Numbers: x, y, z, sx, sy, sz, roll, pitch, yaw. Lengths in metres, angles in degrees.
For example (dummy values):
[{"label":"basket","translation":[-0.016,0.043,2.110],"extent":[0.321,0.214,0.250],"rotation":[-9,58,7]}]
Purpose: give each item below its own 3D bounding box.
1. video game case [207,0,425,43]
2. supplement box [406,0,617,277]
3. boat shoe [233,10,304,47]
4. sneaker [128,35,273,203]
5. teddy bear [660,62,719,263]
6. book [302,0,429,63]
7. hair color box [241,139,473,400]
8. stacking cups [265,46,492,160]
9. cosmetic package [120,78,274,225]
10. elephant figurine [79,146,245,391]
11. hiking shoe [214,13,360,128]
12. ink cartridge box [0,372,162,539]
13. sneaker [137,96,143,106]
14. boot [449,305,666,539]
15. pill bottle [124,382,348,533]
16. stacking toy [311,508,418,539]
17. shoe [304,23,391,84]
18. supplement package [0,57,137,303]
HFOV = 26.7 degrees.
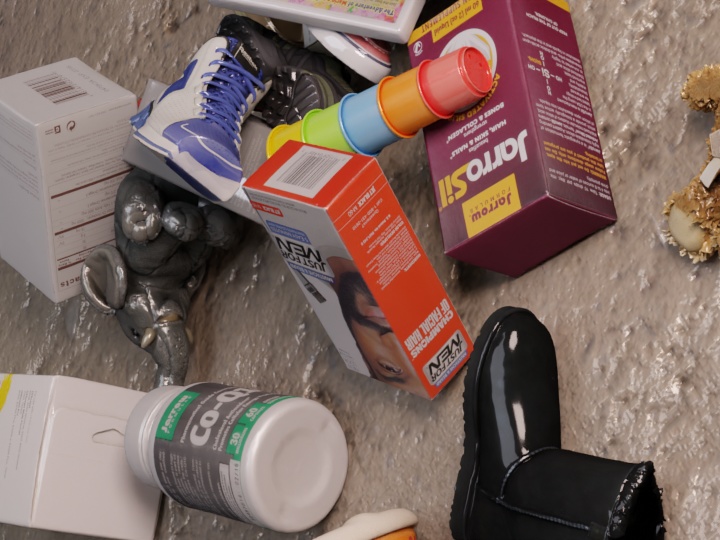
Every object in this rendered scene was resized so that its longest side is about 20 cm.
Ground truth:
[{"label":"video game case","translation":[-0.015,-0.288,1.273],"extent":[0.199,0.024,0.183],"rotation":[16,74,28]},{"label":"supplement box","translation":[0.114,-0.113,1.176],"extent":[0.110,0.085,0.202],"rotation":[-30,58,38]},{"label":"boat shoe","translation":[-0.085,-0.285,1.462],"extent":[0.064,0.071,0.201],"rotation":[-42,49,32]},{"label":"sneaker","translation":[-0.125,-0.135,1.236],"extent":[0.115,0.080,0.199],"rotation":[-50,23,2]},{"label":"teddy bear","translation":[0.273,-0.088,1.021],"extent":[0.145,0.066,0.202],"rotation":[11,93,58]},{"label":"book","translation":[0.026,-0.294,1.363],"extent":[0.199,0.048,0.135],"rotation":[-30,57,37]},{"label":"hair color box","translation":[0.000,0.000,1.186],"extent":[0.064,0.201,0.110],"rotation":[-46,35,-22]},{"label":"stacking cups","translation":[0.015,-0.115,1.178],"extent":[0.199,0.060,0.061],"rotation":[-19,64,40]},{"label":"cosmetic package","translation":[-0.104,-0.097,1.358],"extent":[0.199,0.107,0.091],"rotation":[22,96,31]},{"label":"elephant figurine","translation":[-0.203,0.009,1.465],"extent":[0.155,0.140,0.201],"rotation":[-78,10,-64]},{"label":"hiking shoe","translation":[-0.063,-0.167,1.354],"extent":[0.200,0.100,0.076],"rotation":[45,117,45]},{"label":"ink cartridge box","translation":[-0.305,0.182,1.503],"extent":[0.199,0.146,0.146],"rotation":[-3,76,48]},{"label":"sneaker","translation":[-0.234,-0.133,1.576],"extent":[0.199,0.077,0.083],"rotation":[-6,78,49]},{"label":"boot","translation":[0.144,0.136,1.077],"extent":[0.162,0.073,0.200],"rotation":[14,96,51]},{"label":"pill bottle","translation":[-0.114,0.158,1.324],"extent":[0.199,0.113,0.114],"rotation":[3,80,48]},{"label":"stacking toy","translation":[0.010,0.296,1.164],"extent":[0.146,0.146,0.201],"rotation":[-33,74,37]},{"label":"shoe","translation":[-0.010,-0.250,1.302],"extent":[0.091,0.071,0.201],"rotation":[-48,47,18]},{"label":"supplement package","translation":[-0.297,-0.092,1.532],"extent":[0.117,0.117,0.202],"rotation":[32,133,39]}]
